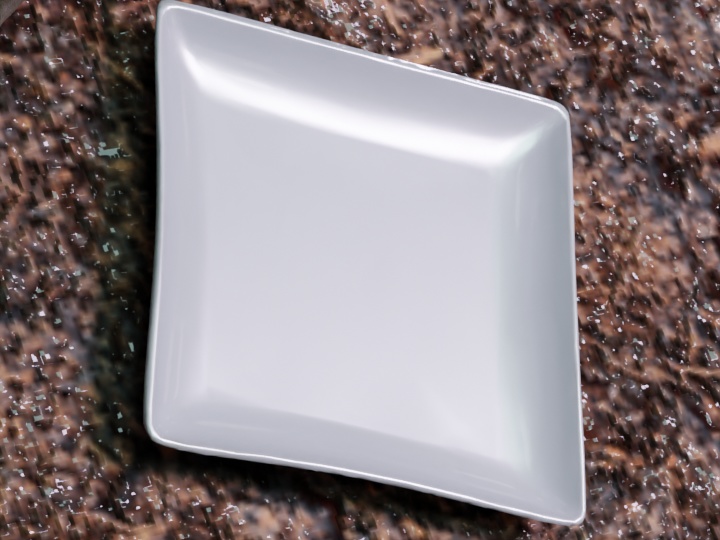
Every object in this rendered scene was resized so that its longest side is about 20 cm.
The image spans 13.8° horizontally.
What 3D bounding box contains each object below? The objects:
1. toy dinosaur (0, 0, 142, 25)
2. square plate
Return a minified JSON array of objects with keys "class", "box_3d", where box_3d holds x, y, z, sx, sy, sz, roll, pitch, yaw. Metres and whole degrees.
[{"class":"toy dinosaur","box_3d":[-0.111,-0.178,1.221,0.102,0.077,0.201,28,58,-24]},{"class":"square plate","box_3d":[0.000,0.000,1.225,0.198,0.028,0.201,13,60,-25]}]
